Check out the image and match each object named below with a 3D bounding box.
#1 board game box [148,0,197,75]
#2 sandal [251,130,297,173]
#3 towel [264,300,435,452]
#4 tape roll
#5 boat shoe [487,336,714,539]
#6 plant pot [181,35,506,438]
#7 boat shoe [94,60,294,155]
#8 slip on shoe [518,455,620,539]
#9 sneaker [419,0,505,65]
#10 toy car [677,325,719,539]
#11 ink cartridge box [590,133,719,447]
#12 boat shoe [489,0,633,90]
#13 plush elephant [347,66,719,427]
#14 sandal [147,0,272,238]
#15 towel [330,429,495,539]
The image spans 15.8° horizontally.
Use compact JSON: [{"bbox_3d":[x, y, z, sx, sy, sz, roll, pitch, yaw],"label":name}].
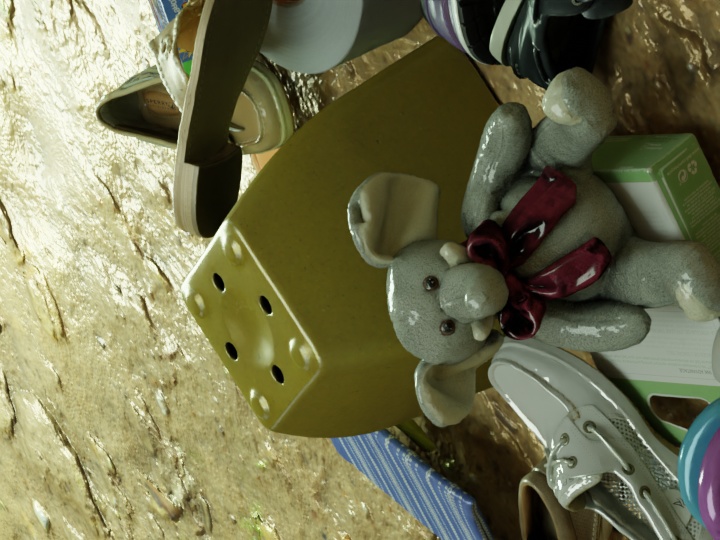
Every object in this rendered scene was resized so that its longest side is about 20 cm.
[{"bbox_3d":[-0.135,-0.208,1.841,0.200,0.034,0.136,-129,20,-76],"label":"board game box"},{"bbox_3d":[-0.032,-0.012,1.887,0.207,0.059,0.079,59,149,9],"label":"sandal"},{"bbox_3d":[-0.028,0.061,1.856,0.200,0.018,0.086,41,-176,-31],"label":"towel"},{"bbox_3d":[-0.038,-0.235,1.724,0.200,0.066,0.201,37,141,38],"label":"tape roll"},{"bbox_3d":[0.148,0.120,1.638,0.200,0.069,0.071,40,154,18],"label":"boat shoe"},{"bbox_3d":[0.000,0.000,1.712,0.195,0.199,0.196,57,149,11],"label":"plant pot"},{"bbox_3d":[-0.119,-0.113,1.895,0.200,0.062,0.074,4,113,55],"label":"boat shoe"},{"bbox_3d":[0.136,0.203,1.792,0.076,0.060,0.201,40,142,34],"label":"slip on shoe"},{"bbox_3d":[0.049,-0.227,1.596,0.087,0.075,0.201,31,137,51],"label":"sneaker"},{"bbox_3d":[0.258,0.109,1.449,0.200,0.150,0.176,-2,111,57],"label":"toy car"},{"bbox_3d":[0.183,0.014,1.595,0.145,0.048,0.201,2,124,57],"label":"ink cartridge box"},{"bbox_3d":[0.129,-0.167,1.514,0.066,0.074,0.200,49,147,19],"label":"boat shoe"},{"bbox_3d":[0.081,-0.002,1.520,0.165,0.155,0.200,59,152,-7],"label":"plush elephant"},{"bbox_3d":[-0.113,-0.131,1.722,0.069,0.078,0.213,19,110,27],"label":"sandal"},{"bbox_3d":[0.034,0.145,1.892,0.200,0.024,0.145,37,166,35],"label":"towel"}]
